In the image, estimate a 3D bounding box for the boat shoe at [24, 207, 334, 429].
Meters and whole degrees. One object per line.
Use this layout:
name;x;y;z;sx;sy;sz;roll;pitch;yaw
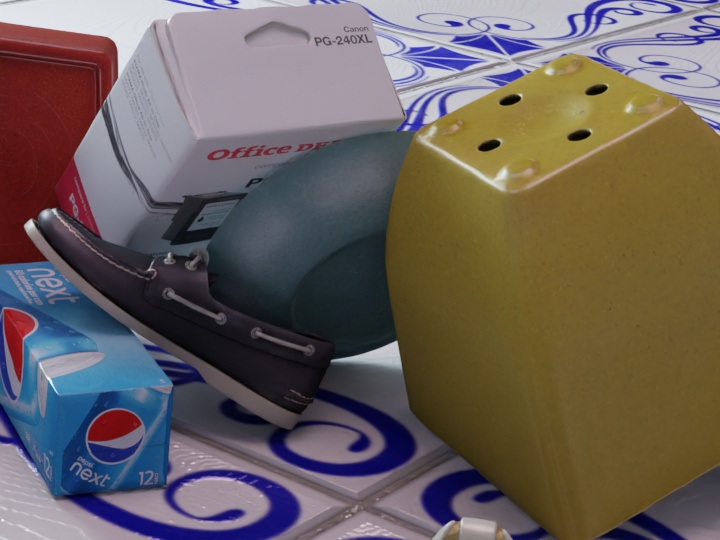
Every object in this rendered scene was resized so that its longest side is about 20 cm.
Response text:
boat shoe;-0.104;0.015;1.092;0.200;0.063;0.073;36;5;-11

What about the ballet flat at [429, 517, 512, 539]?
ballet flat;0.052;0.157;0.873;0.072;0.072;0.200;9;20;8

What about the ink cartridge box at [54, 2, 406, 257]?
ink cartridge box;-0.083;-0.073;1.135;0.145;0.200;0.083;-9;69;-30

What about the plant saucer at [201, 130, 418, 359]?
plant saucer;0.000;0.000;1.140;0.201;0.201;0.039;-4;47;-25

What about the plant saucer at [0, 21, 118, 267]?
plant saucer;-0.237;-0.069;1.185;0.200;0.200;0.037;4;-10;-34

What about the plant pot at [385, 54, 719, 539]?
plant pot;0.126;-0.004;1.053;0.194;0.200;0.196;-28;32;-16

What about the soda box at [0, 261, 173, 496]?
soda box;-0.173;0.058;1.086;0.068;0.064;0.200;-3;21;-24
